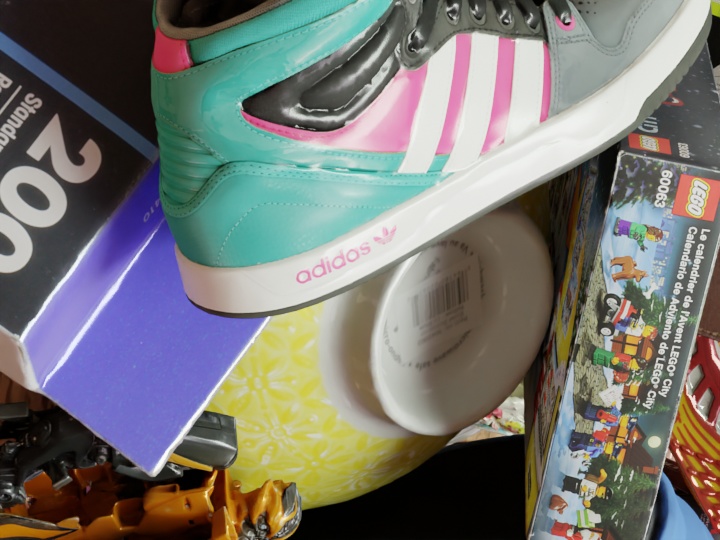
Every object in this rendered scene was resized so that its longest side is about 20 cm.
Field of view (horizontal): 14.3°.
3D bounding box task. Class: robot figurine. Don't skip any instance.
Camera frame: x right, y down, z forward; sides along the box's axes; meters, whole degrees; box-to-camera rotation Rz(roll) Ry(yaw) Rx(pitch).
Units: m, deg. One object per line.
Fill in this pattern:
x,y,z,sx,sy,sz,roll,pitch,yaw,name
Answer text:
-0.116,0.100,0.918,0.145,0.200,0.058,72,10,-56,robot figurine

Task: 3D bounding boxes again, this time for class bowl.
0.000,0.000,0.952,0.200,0.108,0.200,-20,121,-37,bowl
0.022,0.118,0.963,0.201,0.201,0.039,-38,116,-36,bowl

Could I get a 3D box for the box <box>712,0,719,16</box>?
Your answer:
0.222,-0.108,1.374,0.200,0.048,0.122,1,109,-54,box

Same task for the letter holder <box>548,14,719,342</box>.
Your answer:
0.130,-0.020,1.167,0.101,0.200,0.142,-30,132,-41,letter holder

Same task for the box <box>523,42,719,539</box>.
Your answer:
0.086,-0.008,0.966,0.200,0.038,0.137,-83,-175,-67,box

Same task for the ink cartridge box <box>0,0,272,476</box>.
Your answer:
-0.084,-0.074,0.866,0.198,0.200,0.043,-55,-179,-18,ink cartridge box

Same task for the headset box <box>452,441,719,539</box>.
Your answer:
0.088,0.159,1.326,0.200,0.077,0.149,5,105,-53,headset box

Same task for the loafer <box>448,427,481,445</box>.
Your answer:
-0.007,0.055,1.157,0.200,0.070,0.070,-27,90,-35,loafer

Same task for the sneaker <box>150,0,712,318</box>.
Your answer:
0.015,-0.084,0.842,0.200,0.084,0.121,-33,123,-28,sneaker

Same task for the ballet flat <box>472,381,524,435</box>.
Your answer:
0.035,0.023,1.112,0.200,0.064,0.076,10,58,-23,ballet flat

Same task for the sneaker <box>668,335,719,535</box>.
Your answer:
0.147,0.036,1.307,0.077,0.073,0.200,-74,143,-81,sneaker

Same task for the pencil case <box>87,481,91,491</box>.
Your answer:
-0.069,0.030,1.036,0.087,0.083,0.200,-45,150,-76,pencil case
